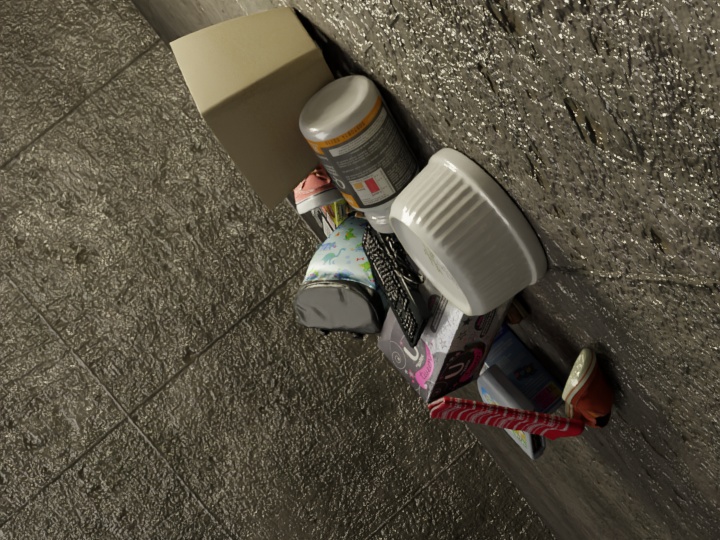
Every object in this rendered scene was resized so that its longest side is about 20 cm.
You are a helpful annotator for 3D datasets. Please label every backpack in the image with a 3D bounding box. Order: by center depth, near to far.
[{"bbox_3d":[0.000,0.000,1.355,0.161,0.200,0.156,4,114,31],"label":"backpack"}]

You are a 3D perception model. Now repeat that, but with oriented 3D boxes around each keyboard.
[{"bbox_3d":[0.038,0.005,1.186,0.201,0.039,0.105,63,148,35],"label":"keyboard"}]

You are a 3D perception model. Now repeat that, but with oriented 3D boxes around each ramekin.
[{"bbox_3d":[0.123,-0.039,1.033,0.201,0.105,0.200,50,174,7],"label":"ramekin"}]

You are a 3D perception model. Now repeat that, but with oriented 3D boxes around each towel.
[{"bbox_3d":[0.200,0.208,1.187,0.197,0.023,0.145,11,165,-3],"label":"towel"}]

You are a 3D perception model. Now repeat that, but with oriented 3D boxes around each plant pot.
[{"bbox_3d":[-0.125,-0.247,1.194,0.200,0.176,0.201,56,-176,-49],"label":"plant pot"}]

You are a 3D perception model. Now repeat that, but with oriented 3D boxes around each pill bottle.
[{"bbox_3d":[0.011,-0.152,1.142,0.201,0.116,0.116,55,172,-37],"label":"pill bottle"}]

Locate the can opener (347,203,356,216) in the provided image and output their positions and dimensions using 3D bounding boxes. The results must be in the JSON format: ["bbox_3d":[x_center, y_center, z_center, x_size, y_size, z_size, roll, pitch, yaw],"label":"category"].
[{"bbox_3d":[-0.018,-0.110,1.510,0.063,0.078,0.201,44,-172,-45],"label":"can opener"}]

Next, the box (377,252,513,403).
[{"bbox_3d":[0.122,0.069,1.221,0.132,0.114,0.202,47,139,32],"label":"box"}]

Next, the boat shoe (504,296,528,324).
[{"bbox_3d":[0.185,0.049,1.294,0.072,0.068,0.200,53,174,-22],"label":"boat shoe"}]

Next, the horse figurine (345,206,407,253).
[{"bbox_3d":[0.036,-0.105,1.332,0.131,0.050,0.201,14,-147,-22],"label":"horse figurine"}]

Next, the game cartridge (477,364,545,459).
[{"bbox_3d":[0.248,0.231,1.389,0.134,0.040,0.201,52,174,30],"label":"game cartridge"}]

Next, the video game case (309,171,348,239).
[{"bbox_3d":[-0.066,-0.147,1.497,0.201,0.025,0.183,-123,22,-48],"label":"video game case"}]

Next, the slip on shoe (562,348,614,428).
[{"bbox_3d":[0.304,0.159,1.109,0.061,0.075,0.200,22,161,25],"label":"slip on shoe"}]

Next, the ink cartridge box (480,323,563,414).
[{"bbox_3d":[0.258,0.173,1.463,0.200,0.076,0.137,48,172,18],"label":"ink cartridge box"}]

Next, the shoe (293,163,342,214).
[{"bbox_3d":[-0.083,-0.146,1.358,0.200,0.071,0.092,-154,46,-79],"label":"shoe"}]
